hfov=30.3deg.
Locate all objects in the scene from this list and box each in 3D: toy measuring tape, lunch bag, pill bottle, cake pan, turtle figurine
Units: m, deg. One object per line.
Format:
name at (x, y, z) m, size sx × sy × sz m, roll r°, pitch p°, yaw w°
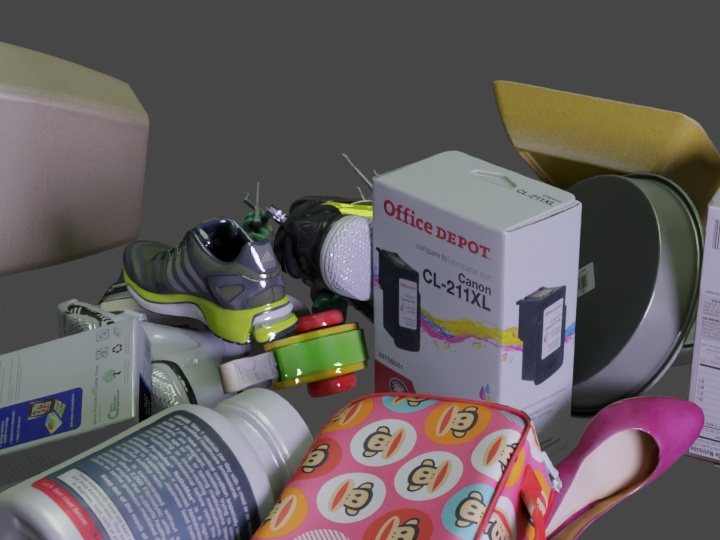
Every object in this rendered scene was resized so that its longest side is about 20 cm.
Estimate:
toy measuring tape at (-0.040, 0.068, 1.039) m, size 0.073 × 0.075 × 0.200 m, roll 7°, pitch 4°, yaw 20°
lunch bag at (0.033, 0.162, 0.801) m, size 0.174 × 0.083 × 0.200 m, roll 0°, pitch 37°, yaw 33°
pill bottle at (-0.123, 0.154, 0.843) m, size 0.119 × 0.121 × 0.199 m, roll 20°, pitch 33°, yaw 40°
cake pan at (0.182, 0.013, 1.038) m, size 0.036 × 0.202 × 0.200 m, roll 21°, pitch 12°, yaw -31°
turtle figurine at (-0.023, -0.021, 1.238) m, size 0.148 × 0.101 × 0.201 m, roll -21°, pitch 43°, yaw -5°

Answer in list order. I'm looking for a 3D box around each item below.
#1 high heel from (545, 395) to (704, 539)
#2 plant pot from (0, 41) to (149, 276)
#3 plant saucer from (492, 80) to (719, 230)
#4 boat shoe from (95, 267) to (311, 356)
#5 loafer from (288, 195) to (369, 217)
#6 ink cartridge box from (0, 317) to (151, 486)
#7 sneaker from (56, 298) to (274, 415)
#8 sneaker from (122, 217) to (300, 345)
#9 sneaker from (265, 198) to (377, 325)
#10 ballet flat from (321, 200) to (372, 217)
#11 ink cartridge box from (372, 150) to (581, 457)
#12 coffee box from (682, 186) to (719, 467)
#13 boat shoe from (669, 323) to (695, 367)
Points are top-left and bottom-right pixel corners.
high heel at (0.165, 0.144, 0.892) m, size 0.198 × 0.068 × 0.096 m, roll -16°, pitch 18°, yaw -17°
plant pot at (-0.320, -0.117, 1.377) m, size 0.175 × 0.202 × 0.200 m, roll 1°, pitch 22°, yaw -20°
plant saucer at (0.225, -0.083, 1.157) m, size 0.199 × 0.049 × 0.200 m, roll 18°, pitch -12°, yaw 39°
boat shoe at (-0.135, 0.027, 1.166) m, size 0.197 × 0.075 × 0.093 m, roll 0°, pitch 32°, yaw 7°
loafer at (0.016, -0.044, 1.322) m, size 0.199 × 0.073 × 0.063 m, roll 16°, pitch 26°, yaw 40°
ink cartridge box at (-0.252, 0.106, 0.986) m, size 0.198 × 0.039 × 0.100 m, roll -14°, pitch 46°, yaw 6°
sneaker at (-0.161, 0.070, 1.085) m, size 0.114 × 0.076 × 0.199 m, roll -20°, pitch 36°, yaw -36°
sneaker at (-0.122, -0.005, 1.054) m, size 0.073 × 0.082 × 0.199 m, roll -19°, pitch 24°, yaw -41°
sneaker at (0.000, 0.000, 1.096) m, size 0.113 × 0.200 × 0.076 m, roll 26°, pitch 80°, yaw 38°
ballet flat at (0.047, -0.034, 1.154) m, size 0.197 × 0.067 × 0.067 m, roll 3°, pitch 33°, yaw 3°
ink cartridge box at (0.082, 0.030, 0.994) m, size 0.082 × 0.202 × 0.145 m, roll -20°, pitch 30°, yaw -35°
coffee box at (0.293, 0.033, 0.971) m, size 0.079 × 0.202 × 0.114 m, roll 12°, pitch 28°, yaw 25°
boat shoe at (0.299, 0.017, 1.142) m, size 0.200 × 0.087 × 0.074 m, roll -17°, pitch 28°, yaw -29°
